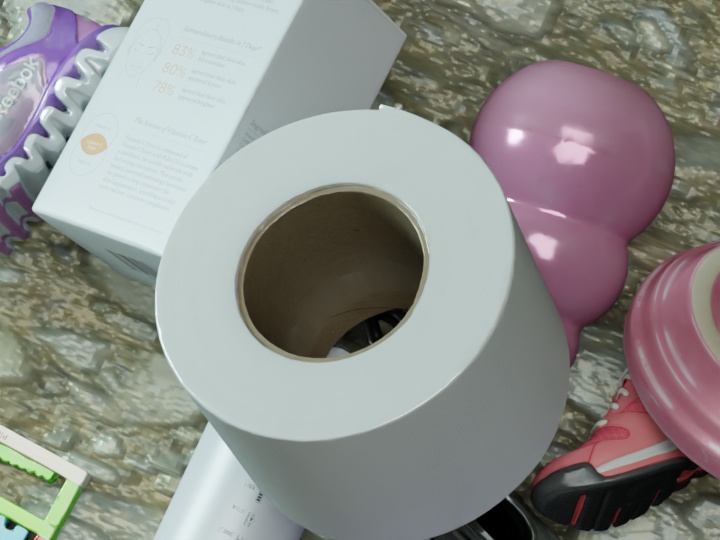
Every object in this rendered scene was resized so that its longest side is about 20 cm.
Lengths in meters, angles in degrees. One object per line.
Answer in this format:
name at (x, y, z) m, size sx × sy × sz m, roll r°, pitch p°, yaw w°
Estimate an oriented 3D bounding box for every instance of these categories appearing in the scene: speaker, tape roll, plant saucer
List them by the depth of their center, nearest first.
tape roll at (0.004, 0.032, 1.418) m, size 0.202 × 0.139 × 0.203 m, roll -8°, pitch 58°, yaw 14°
plant saucer at (0.253, 0.050, 1.506) m, size 0.200 × 0.051 × 0.201 m, roll 11°, pitch 45°, yaw -11°
speaker at (-0.067, 0.133, 1.532) m, size 0.081 × 0.081 × 0.201 m, roll 23°, pitch 80°, yaw 5°

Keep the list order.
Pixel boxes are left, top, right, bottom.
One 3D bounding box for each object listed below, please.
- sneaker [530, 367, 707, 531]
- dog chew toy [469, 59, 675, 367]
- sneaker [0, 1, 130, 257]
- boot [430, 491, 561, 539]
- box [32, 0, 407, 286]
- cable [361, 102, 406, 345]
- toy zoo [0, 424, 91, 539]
sneaker at (0.173, 0.087, 1.537) m, size 0.200 × 0.074 × 0.087 m, roll -21°, pitch 65°, yaw -25°
dog chew toy at (0.111, -0.020, 1.546) m, size 0.124 × 0.125 × 0.201 m, roll 18°, pitch 88°, yaw 4°
sneaker at (-0.218, -0.084, 1.585) m, size 0.088 × 0.081 × 0.200 m, roll 35°, pitch 76°, yaw 14°
boot at (0.089, 0.167, 1.497) m, size 0.200 × 0.131 × 0.068 m, roll 44°, pitch 83°, yaw 9°
box at (-0.083, -0.088, 1.544) m, size 0.124 × 0.097 × 0.201 m, roll 19°, pitch 77°, yaw 41°
cable at (0.000, 0.000, 1.573) m, size 0.097 × 0.050 × 0.201 m, roll -13°, pitch 77°, yaw 0°
toy zoo at (-0.266, 0.179, 1.555) m, size 0.131 × 0.020 × 0.201 m, roll 27°, pitch 80°, yaw 6°
